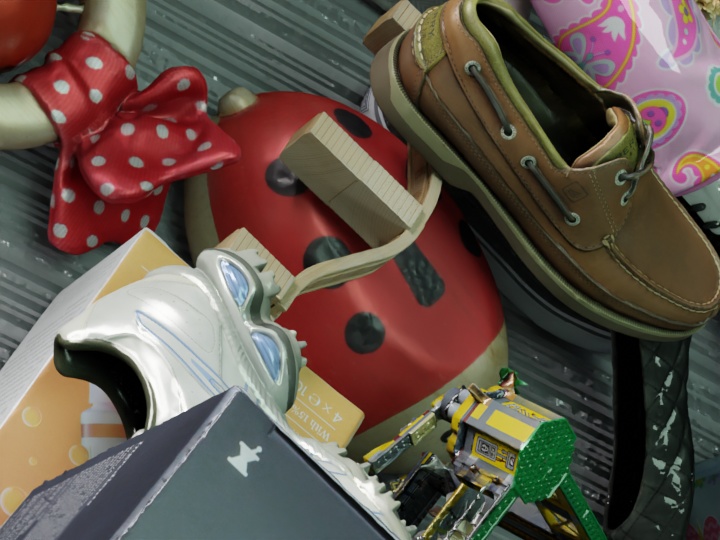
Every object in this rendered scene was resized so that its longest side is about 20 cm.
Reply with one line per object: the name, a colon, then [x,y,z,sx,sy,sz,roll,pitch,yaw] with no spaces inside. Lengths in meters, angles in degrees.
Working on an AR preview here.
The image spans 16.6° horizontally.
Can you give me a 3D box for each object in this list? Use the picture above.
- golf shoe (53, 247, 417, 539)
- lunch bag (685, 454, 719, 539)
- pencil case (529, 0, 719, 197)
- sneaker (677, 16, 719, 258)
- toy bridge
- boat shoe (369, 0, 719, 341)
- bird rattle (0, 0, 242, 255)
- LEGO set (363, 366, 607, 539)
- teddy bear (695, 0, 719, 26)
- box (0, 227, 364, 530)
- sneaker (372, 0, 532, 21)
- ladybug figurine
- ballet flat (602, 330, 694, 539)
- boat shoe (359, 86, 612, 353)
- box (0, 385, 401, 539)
golf shoe: [-0.047,0.089,0.922,0.097,0.078,0.200,-17,62,-33]
lunch bag: [0.254,0.147,1.172,0.127,0.200,0.170,-14,86,-36]
pencil case: [0.120,-0.132,1.163,0.087,0.087,0.201,-36,104,-35]
sneaker: [0.178,-0.039,1.258,0.080,0.074,0.201,-16,78,-32]
toy bridge: [-0.002,-0.036,1.057,0.067,0.027,0.200,44,44,-11]
boat shoe: [0.096,-0.042,1.079,0.200,0.068,0.072,37,46,-21]
bird rattle: [-0.140,-0.108,1.063,0.162,0.113,0.201,3,88,-21]
LEGO set: [0.012,0.134,1.041,0.200,0.116,0.154,-57,139,-11]
teddy bear: [0.150,-0.210,1.251,0.144,0.067,0.201,-1,61,-34]
box: [-0.110,0.105,0.994,0.124,0.097,0.200,40,59,-12]
sneaker: [0.015,-0.200,1.191,0.200,0.073,0.116,37,56,-30]
ladybug figurine: [0.000,0.000,1.119,0.136,0.072,0.200,-44,103,-34]
ballet flat: [0.128,0.069,1.179,0.056,0.066,0.201,0,96,-16]
boat shoe: [0.089,-0.033,1.192,0.200,0.066,0.070,43,58,-18]
box: [-0.058,0.141,0.832,0.148,0.200,0.104,44,61,-9]
